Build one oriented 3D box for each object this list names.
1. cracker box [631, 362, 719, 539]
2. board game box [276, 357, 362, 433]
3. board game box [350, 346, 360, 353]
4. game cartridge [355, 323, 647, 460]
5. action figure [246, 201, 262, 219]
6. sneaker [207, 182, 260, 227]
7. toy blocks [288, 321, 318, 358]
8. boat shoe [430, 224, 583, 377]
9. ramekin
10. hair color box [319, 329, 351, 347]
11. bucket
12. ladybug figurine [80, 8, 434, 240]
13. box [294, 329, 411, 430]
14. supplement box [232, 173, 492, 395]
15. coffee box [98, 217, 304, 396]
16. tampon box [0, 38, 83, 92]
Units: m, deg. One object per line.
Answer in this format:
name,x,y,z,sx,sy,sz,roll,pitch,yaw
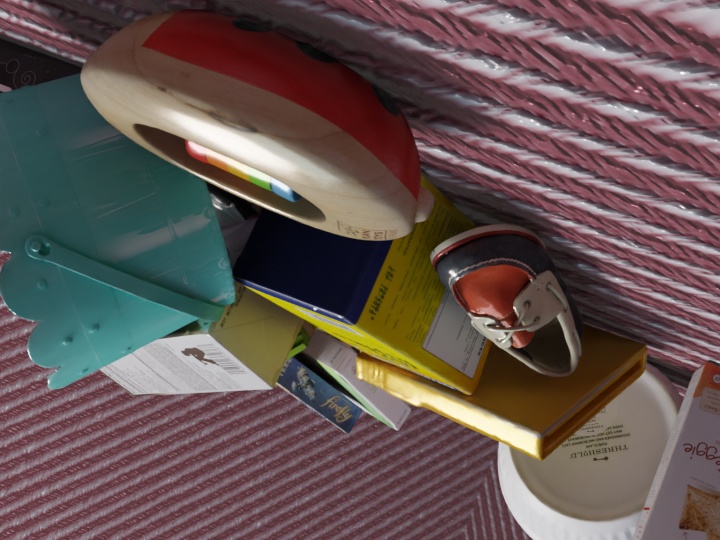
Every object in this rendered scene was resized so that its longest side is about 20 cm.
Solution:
cracker box,0.303,0.194,0.742,0.132,0.202,0.058,21,172,15
board game box,-0.100,0.107,1.066,0.135,0.035,0.200,25,166,49
board game box,0.101,0.107,1.135,0.199,0.106,0.102,30,171,-37
game cartridge,0.118,0.079,0.798,0.198,0.033,0.175,17,-150,40
action figure,-0.059,-0.061,0.742,0.198,0.052,0.065,26,167,-22
sneaker,-0.114,-0.048,0.810,0.198,0.074,0.080,30,133,2
toy blocks,-0.095,0.001,0.928,0.138,0.099,0.200,57,-168,-9
boat shoe,0.109,0.025,0.644,0.070,0.063,0.200,-20,154,21
ramekin,0.222,0.169,0.870,0.198,0.202,0.105,20,162,27
hair color box,-0.002,0.081,1.264,0.198,0.111,0.065,23,172,8
bucket,-0.175,-0.036,0.620,0.207,0.133,0.210,159,90,-77
ladybug figurine,-0.049,-0.079,0.489,0.198,0.073,0.136,25,171,4
box,-0.043,0.109,1.116,0.199,0.036,0.144,26,163,47
supplement box,0.019,0.002,0.679,0.109,0.110,0.200,18,170,36
coffee box,-0.139,0.036,0.777,0.198,0.114,0.080,-9,136,44
tampon box,-0.268,-0.085,0.828,0.125,0.152,0.200,20,171,20
